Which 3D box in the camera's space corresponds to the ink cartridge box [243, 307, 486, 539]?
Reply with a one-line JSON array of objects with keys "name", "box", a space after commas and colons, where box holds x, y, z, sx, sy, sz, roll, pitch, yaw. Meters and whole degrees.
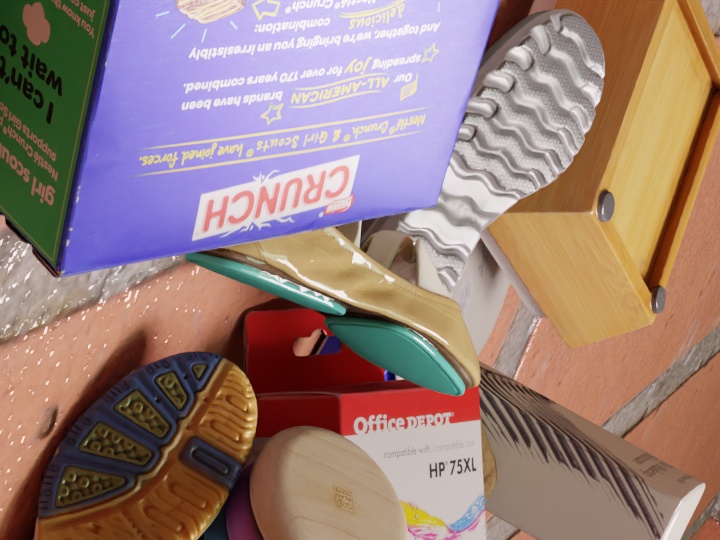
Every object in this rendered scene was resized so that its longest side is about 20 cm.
[{"name": "ink cartridge box", "box": [0.004, 0.118, 0.978, 0.116, 0.067, 0.202, -2, 89, -51]}]

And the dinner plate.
[{"name": "dinner plate", "box": [0.064, -0.011, 1.118, 0.200, 0.024, 0.202, 15, 90, -71]}]

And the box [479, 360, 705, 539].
[{"name": "box", "box": [0.107, 0.119, 1.209, 0.069, 0.199, 0.082, -66, 163, 11]}]

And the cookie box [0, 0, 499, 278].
[{"name": "cookie box", "box": [-0.032, -0.109, 0.643, 0.170, 0.075, 0.201, -12, 131, -39]}]

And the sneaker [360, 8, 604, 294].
[{"name": "sneaker", "box": [0.041, -0.057, 0.986, 0.200, 0.082, 0.075, -49, 124, -4]}]

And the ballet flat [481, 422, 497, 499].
[{"name": "ballet flat", "box": [0.019, 0.131, 1.094, 0.200, 0.067, 0.073, -34, 128, -49]}]

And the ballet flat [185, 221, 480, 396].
[{"name": "ballet flat", "box": [0.000, 0.000, 0.892, 0.200, 0.068, 0.063, 32, 73, -47]}]

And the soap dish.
[{"name": "soap dish", "box": [0.141, -0.076, 1.101, 0.157, 0.081, 0.201, 52, 54, -52]}]

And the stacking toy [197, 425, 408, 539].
[{"name": "stacking toy", "box": [-0.070, 0.157, 0.914, 0.200, 0.086, 0.085, -41, 173, 33]}]

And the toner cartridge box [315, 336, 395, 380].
[{"name": "toner cartridge box", "box": [-0.037, 0.134, 1.107, 0.201, 0.043, 0.095, -60, 162, -2]}]

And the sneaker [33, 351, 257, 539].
[{"name": "sneaker", "box": [-0.116, 0.124, 0.873, 0.201, 0.075, 0.088, -56, 178, -8]}]
